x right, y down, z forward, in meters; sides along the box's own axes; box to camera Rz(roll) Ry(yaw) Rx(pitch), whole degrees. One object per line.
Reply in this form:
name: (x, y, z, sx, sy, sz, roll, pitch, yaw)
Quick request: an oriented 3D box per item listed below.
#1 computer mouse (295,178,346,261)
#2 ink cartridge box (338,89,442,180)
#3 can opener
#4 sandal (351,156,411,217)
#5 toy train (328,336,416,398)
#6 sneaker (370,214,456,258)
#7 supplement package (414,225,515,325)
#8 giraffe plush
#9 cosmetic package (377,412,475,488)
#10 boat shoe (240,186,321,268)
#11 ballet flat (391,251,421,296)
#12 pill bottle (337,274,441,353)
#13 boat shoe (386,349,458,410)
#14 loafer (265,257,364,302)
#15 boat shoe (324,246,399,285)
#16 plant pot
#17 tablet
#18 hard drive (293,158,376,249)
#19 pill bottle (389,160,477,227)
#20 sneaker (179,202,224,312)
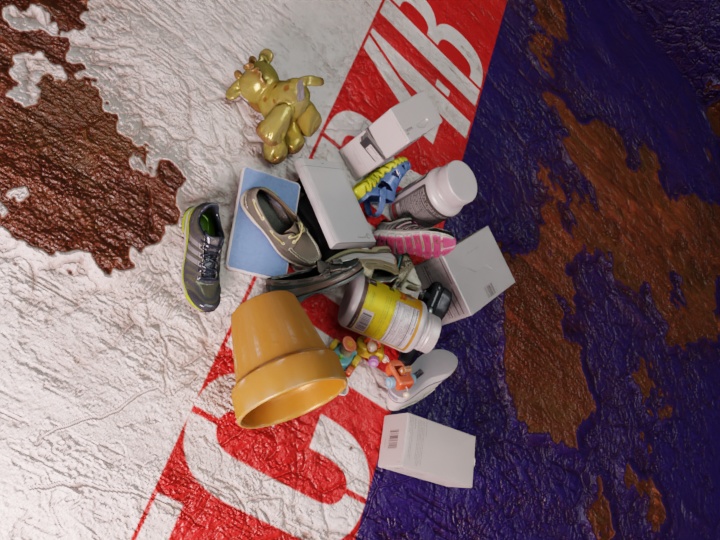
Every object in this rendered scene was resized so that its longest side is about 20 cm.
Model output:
computer mouse: (-0.085, -0.108, 1.235, 0.138, 0.052, 0.203, -35, 97, -40)
ink cartridge box: (0.067, -0.303, 1.324, 0.144, 0.198, 0.085, -39, 98, -39)
can opener: (0.136, 0.117, 1.291, 0.077, 0.063, 0.203, 29, 75, 2)
sandal: (0.052, -0.191, 1.362, 0.199, 0.079, 0.088, -42, 104, -31)
toy train: (0.022, 0.184, 1.176, 0.196, 0.056, 0.152, 4, 41, -34)
sneaker: (0.118, -0.083, 1.321, 0.075, 0.194, 0.089, 78, 21, -43)
supplement package: (0.251, 0.012, 1.416, 0.198, 0.110, 0.159, -28, 91, -39)
giraffe plush: (-0.182, -0.347, 1.193, 0.161, 0.202, 0.172, 37, 53, 15)
cosmetic package: (0.142, 0.376, 1.223, 0.197, 0.084, 0.110, 27, 60, -28)
boat shoe: (-0.145, -0.080, 1.133, 0.202, 0.060, 0.073, 46, 64, -20)
ballet flat: (0.091, 0.049, 1.303, 0.074, 0.069, 0.202, 19, 56, 15)
pill bottle: (0.060, 0.093, 1.182, 0.196, 0.109, 0.111, 24, 60, -13)
boat shoe: (0.133, 0.240, 1.274, 0.072, 0.067, 0.198, 39, 47, 26)
loafer: (-0.088, 0.012, 1.134, 0.196, 0.072, 0.064, -23, 105, -12)
boat shoe: (0.000, 0.000, 1.236, 0.196, 0.075, 0.069, -14, 61, -33)
plant pot: (-0.142, 0.146, 1.028, 0.197, 0.200, 0.187, -4, 61, -38)
tablet: (-0.188, -0.090, 1.150, 0.128, 0.014, 0.206, 14, 78, -31)
hard drive: (-0.052, -0.140, 1.232, 0.130, 0.027, 0.204, -4, 65, -50)
pill bottle: (0.167, -0.165, 1.354, 0.112, 0.199, 0.117, 13, 67, -32)
sneaker: (-0.276, -0.028, 1.042, 0.072, 0.080, 0.205, 0, 74, -36)
